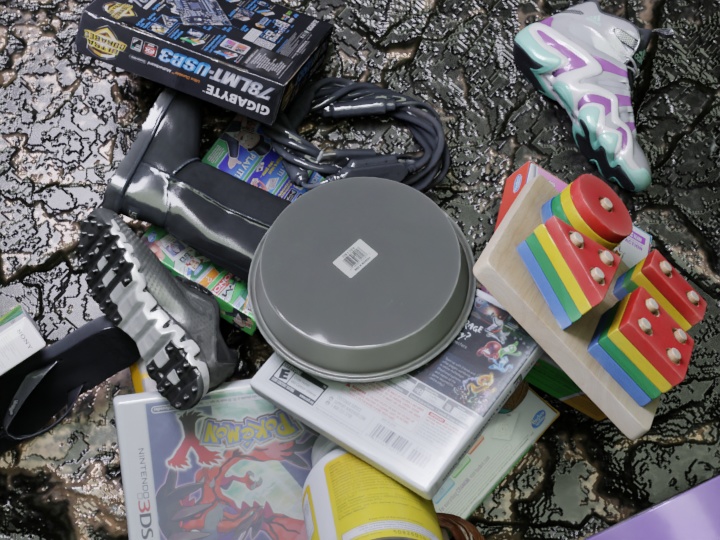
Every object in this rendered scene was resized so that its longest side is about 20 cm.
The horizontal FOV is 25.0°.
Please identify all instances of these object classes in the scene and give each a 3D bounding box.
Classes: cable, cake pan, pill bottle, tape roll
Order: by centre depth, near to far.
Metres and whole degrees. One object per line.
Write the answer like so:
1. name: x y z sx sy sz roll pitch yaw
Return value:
1. pill bottle: 0.010 0.216 1.379 0.112 0.112 0.200 -8 33 -4
2. cake pan: 0.000 0.000 1.403 0.200 0.037 0.200 -2 59 4
3. tape roll: 0.285 0.242 1.433 0.200 0.200 0.085 -24 78 -8
4. cable: -0.006 -0.129 1.558 0.200 0.051 0.163 -13 44 -36

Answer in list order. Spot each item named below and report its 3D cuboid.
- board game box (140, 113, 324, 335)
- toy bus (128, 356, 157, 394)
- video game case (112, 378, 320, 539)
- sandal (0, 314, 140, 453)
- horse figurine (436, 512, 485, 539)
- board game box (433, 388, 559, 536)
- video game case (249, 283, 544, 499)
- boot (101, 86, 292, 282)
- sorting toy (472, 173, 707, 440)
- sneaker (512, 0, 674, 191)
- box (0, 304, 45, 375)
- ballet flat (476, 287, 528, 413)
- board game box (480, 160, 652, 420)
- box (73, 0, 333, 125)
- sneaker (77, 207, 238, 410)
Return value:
1. board game box: -0.107 -0.049 1.535 0.135 0.029 0.200 32 56 2
2. toy bus: -0.177 0.082 1.522 0.078 0.065 0.200 -15 78 -4
3. video game case: -0.114 0.190 1.471 0.200 0.023 0.182 -7 104 -11
4. sandal: -0.285 0.109 1.475 0.200 0.076 0.043 -36 43 17
5. horse figurine: 0.035 0.275 1.465 0.200 0.050 0.133 -33 86 16
6. board game box: 0.061 0.125 1.525 0.200 0.040 0.153 43 79 7
7. video game case: 0.034 0.078 1.398 0.200 0.023 0.182 28 68 30
8. boot: -0.112 -0.078 1.493 0.200 0.066 0.165 25 64 2
9. sorting toy: 0.211 0.013 1.407 0.199 0.200 0.070 46 121 -5
10. sneaker: 0.258 -0.187 1.595 0.140 0.078 0.200 -34 81 -8
11. box: -0.379 0.102 1.468 0.200 0.144 0.036 -33 100 -10
12. ballet flat: 0.079 0.045 1.475 0.068 0.072 0.200 -34 81 31
13. board game box: 0.188 0.018 1.501 0.153 0.040 0.200 30 53 -18
14. box: -0.143 -0.222 1.538 0.198 0.200 0.050 20 117 3
15. sneaker: -0.177 0.028 1.449 0.090 0.066 0.200 -19 72 -52
